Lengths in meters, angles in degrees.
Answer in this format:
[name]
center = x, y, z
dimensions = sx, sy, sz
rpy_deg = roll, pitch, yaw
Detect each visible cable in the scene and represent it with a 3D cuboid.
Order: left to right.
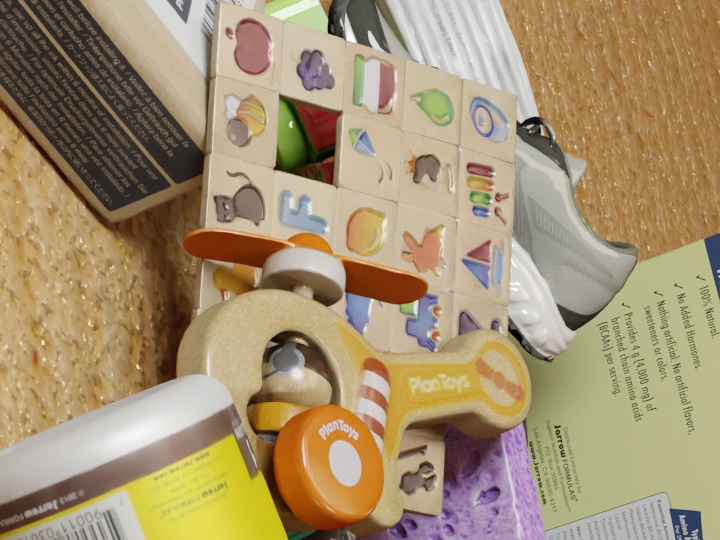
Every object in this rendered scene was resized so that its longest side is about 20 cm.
[cable]
center = 0.045, -0.089, 1.256
dimensions = 0.200, 0.069, 0.201
rpy_deg = 102, -32, -77

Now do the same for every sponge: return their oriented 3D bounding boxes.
[sponge]
center = 0.030, 0.129, 1.081
dimensions = 0.030, 0.111, 0.202
rpy_deg = 27, 47, -54

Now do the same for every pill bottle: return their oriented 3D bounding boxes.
[pill bottle]
center = -0.064, 0.147, 0.862
dimensions = 0.109, 0.109, 0.202
rpy_deg = -25, 94, -67

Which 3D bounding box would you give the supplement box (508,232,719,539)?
[supplement box]
center = 0.157, 0.113, 1.260
dimensions = 0.134, 0.198, 0.202
rpy_deg = 24, 50, -59

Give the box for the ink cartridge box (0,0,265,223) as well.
[ink cartridge box]
center = -0.113, -0.150, 1.044
dimensions = 0.165, 0.075, 0.201
rpy_deg = 52, 30, -37

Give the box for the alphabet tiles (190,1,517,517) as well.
[alphabet tiles]
center = 0.000, 0.000, 1.025
dimensions = 0.166, 0.008, 0.202
rpy_deg = 14, 72, -35

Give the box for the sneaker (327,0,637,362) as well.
[sneaker]
center = 0.054, -0.055, 1.125
dimensions = 0.201, 0.079, 0.074
rpy_deg = 52, 1, -12

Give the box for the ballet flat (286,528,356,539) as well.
[ballet flat]
center = -0.032, 0.126, 1.026
dimensions = 0.072, 0.072, 0.202
rpy_deg = 5, 66, -64

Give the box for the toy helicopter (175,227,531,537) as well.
[toy helicopter]
center = -0.001, 0.042, 0.980
dimensions = 0.199, 0.079, 0.133
rpy_deg = -2, 72, -49

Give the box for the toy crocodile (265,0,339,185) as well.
[toy crocodile]
center = -0.003, -0.045, 1.181
dimensions = 0.062, 0.067, 0.202
rpy_deg = 123, -52, -80

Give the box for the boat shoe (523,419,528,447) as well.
[boat shoe]
center = 0.046, 0.102, 1.185
dimensions = 0.068, 0.071, 0.202
rpy_deg = 9, 63, -65
